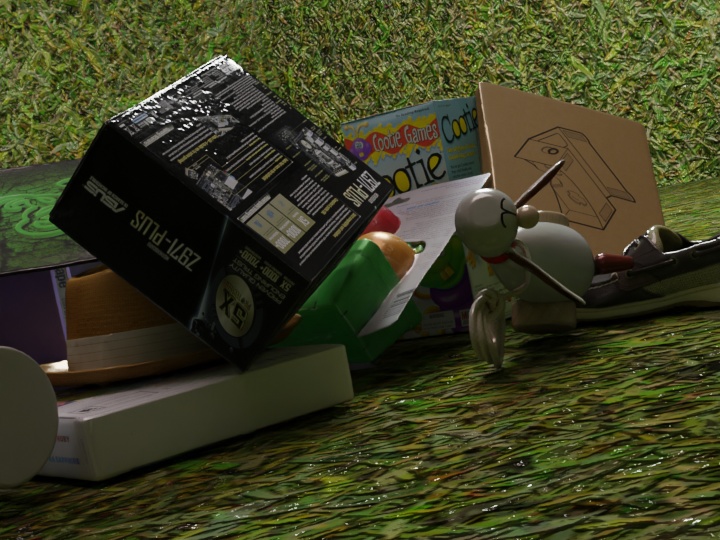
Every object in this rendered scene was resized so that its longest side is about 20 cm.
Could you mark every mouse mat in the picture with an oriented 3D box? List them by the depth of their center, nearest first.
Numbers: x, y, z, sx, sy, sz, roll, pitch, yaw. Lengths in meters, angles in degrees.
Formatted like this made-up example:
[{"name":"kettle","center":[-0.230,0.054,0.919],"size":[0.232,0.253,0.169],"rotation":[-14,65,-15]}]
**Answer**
[{"name":"mouse mat","center":[-0.263,-0.040,1.048],"size":[0.200,0.008,0.161],"rotation":[-8,33,-2]}]

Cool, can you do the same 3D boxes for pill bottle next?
[{"name":"pill bottle","center":[-0.281,0.096,0.852],"size":[0.200,0.111,0.111],"rotation":[-9,4,35]}]

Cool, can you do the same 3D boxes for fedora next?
[{"name":"fedora","center":[-0.144,0.027,0.990],"size":[0.200,0.082,0.201],"rotation":[-10,3,1]}]

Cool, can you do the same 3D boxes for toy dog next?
[{"name":"toy dog","center":[0.138,-0.011,1.000],"size":[0.096,0.132,0.200],"rotation":[-9,5,18]}]

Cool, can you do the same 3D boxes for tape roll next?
[{"name":"tape roll","center":[-0.278,0.033,1.128],"size":[0.085,0.200,0.200],"rotation":[-11,3,-7]}]

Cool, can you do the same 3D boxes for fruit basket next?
[{"name":"fruit basket","center":[0.000,0.000,1.139],"size":[0.185,0.094,0.200],"rotation":[-12,26,38]}]

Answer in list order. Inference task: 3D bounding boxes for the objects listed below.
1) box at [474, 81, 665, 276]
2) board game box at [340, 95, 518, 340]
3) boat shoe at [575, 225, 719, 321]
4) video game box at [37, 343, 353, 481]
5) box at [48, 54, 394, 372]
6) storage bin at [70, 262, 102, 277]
[{"name":"box","center":[0.180,-0.073,1.188],"size":[0.163,0.200,0.021],"rotation":[14,-44,-15]},{"name":"board game box","center":[0.069,-0.048,1.257],"size":[0.103,0.200,0.105],"rotation":[-9,4,34]},{"name":"boat shoe","center":[0.235,-0.003,1.068],"size":[0.201,0.066,0.072],"rotation":[-10,6,37]},{"name":"video game box","center":[-0.137,0.094,0.951],"size":[0.200,0.047,0.182],"rotation":[-14,6,-36]},{"name":"box","center":[-0.087,-0.047,0.952],"size":[0.086,0.164,0.200],"rotation":[-53,0,27]},{"name":"storage bin","center":[-0.204,0.038,1.354],"size":[0.200,0.135,0.145],"rotation":[-13,4,-27]}]
